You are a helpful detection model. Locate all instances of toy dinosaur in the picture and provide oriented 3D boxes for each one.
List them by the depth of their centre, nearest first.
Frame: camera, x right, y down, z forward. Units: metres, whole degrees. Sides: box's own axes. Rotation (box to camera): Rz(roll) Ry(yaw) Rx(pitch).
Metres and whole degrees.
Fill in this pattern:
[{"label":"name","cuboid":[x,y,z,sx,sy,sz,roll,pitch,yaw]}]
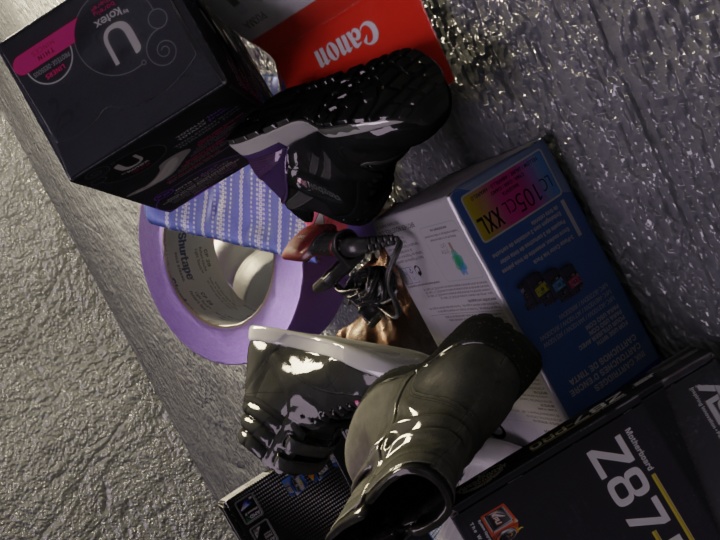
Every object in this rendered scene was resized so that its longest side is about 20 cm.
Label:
[{"label":"toy dinosaur","cuboid":[0.011,0.056,0.878,0.136,0.200,0.086,54,-158,25]}]

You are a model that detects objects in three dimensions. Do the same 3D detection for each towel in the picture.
[{"label":"towel","cuboid":[-0.108,-0.092,0.952,0.199,0.024,0.146,13,108,36]}]

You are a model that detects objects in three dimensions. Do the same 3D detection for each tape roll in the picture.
[{"label":"tape roll","cuboid":[-0.104,-0.023,1.018,0.199,0.065,0.202,8,102,38]}]

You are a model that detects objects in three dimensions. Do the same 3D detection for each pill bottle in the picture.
[{"label":"pill bottle","cuboid":[-0.122,-0.014,1.169,0.200,0.110,0.111,36,151,50]}]

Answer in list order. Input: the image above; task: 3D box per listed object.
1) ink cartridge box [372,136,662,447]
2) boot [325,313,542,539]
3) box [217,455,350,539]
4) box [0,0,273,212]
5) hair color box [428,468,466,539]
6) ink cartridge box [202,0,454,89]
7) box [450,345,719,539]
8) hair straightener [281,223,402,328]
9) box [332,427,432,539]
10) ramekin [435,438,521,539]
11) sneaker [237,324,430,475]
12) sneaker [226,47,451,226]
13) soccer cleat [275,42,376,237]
[{"label":"ink cartridge box","cuboid":[0.101,0.034,0.706,0.201,0.076,0.136,63,163,-5]},{"label":"boot","cuboid":[0.015,0.112,0.651,0.068,0.131,0.200,39,142,1]},{"label":"box","cuboid":[-0.008,0.256,1.137,0.194,0.199,0.048,60,163,1]},{"label":"box","cuboid":[-0.139,-0.123,0.812,0.107,0.122,0.200,60,-174,6]},{"label":"hair color box","cuboid":[0.119,0.203,0.879,0.201,0.100,0.061,55,163,15]},{"label":"ink cartridge box","cuboid":[-0.043,-0.182,0.716,0.162,0.057,0.202,-16,95,54]},{"label":"box","cuboid":[0.161,0.166,0.613,0.201,0.160,0.049,60,180,0]},{"label":"hair straightener","cuboid":[0.000,0.000,0.785,0.077,0.041,0.200,47,165,-9]},{"label":"box","cuboid":[0.031,0.173,1.026,0.161,0.043,0.200,62,-172,-7]},{"label":"ramekin","cuboid":[0.133,0.201,0.740,0.202,0.095,0.203,34,165,10]},{"label":"sneaker","cuboid":[-0.015,0.097,0.797,0.199,0.070,0.100,5,85,50]},{"label":"sneaker","cuboid":[0.003,-0.073,0.710,0.088,0.076,0.199,55,155,-20]},{"label":"soccer cleat","cuboid":[-0.017,-0.088,0.840,0.076,0.066,0.202,43,149,52]}]
